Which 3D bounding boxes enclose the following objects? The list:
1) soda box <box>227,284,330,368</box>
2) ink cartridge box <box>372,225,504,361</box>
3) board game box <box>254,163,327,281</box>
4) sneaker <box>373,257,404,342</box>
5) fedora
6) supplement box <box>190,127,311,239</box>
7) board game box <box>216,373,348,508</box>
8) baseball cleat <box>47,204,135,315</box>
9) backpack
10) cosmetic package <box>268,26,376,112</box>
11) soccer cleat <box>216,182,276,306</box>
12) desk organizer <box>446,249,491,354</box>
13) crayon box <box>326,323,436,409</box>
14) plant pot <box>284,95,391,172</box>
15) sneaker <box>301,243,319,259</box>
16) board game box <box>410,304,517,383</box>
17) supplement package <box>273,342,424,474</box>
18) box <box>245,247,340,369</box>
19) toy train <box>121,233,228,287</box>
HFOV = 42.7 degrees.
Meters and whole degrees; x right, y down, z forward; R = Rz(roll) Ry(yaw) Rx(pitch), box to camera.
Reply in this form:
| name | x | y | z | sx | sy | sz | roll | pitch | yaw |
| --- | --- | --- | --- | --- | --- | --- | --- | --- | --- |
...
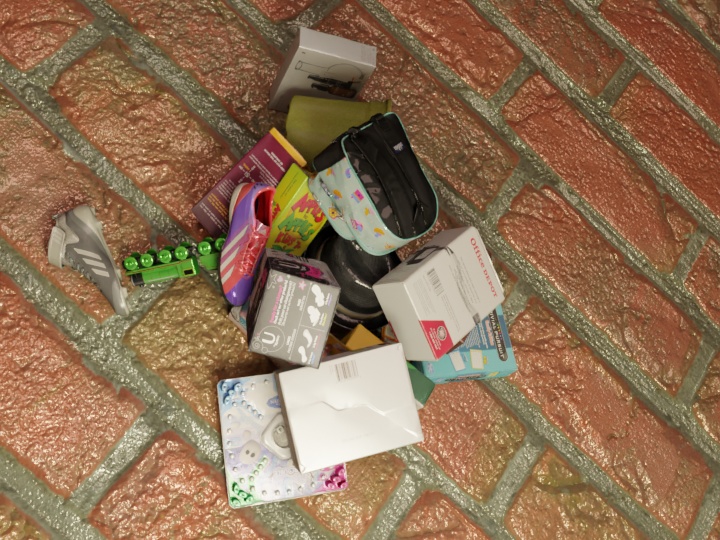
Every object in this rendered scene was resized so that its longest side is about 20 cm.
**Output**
| name | x | y | z | sx | sy | sz | roll | pitch | yaw |
| --- | --- | --- | --- | --- | --- | --- | --- | --- | --- |
| soda box | -0.132 | 0.119 | 1.564 | 0.200 | 0.068 | 0.064 | 44 | 66 | 0 |
| ink cartridge box | 0.135 | 0.036 | 1.544 | 0.199 | 0.083 | 0.147 | -36 | 108 | -36 |
| board game box | -0.127 | -0.071 | 1.552 | 0.101 | 0.201 | 0.048 | 24 | 17 | -50 |
| sneaker | 0.048 | 0.080 | 1.662 | 0.078 | 0.076 | 0.203 | 25 | 63 | -46 |
| fedora | 0.000 | 0.000 | 1.567 | 0.197 | 0.092 | 0.204 | 4 | 73 | -14 |
| supplement box | -0.185 | -0.138 | 1.583 | 0.200 | 0.110 | 0.086 | -45 | 88 | -1 |
| board game box | -0.123 | 0.267 | 1.486 | 0.197 | 0.026 | 0.204 | -5 | 85 | -18 |
| baseball cleat | -0.444 | -0.005 | 1.496 | 0.105 | 0.070 | 0.202 | -21 | 73 | -15 |
| backpack | 0.026 | -0.126 | 1.488 | 0.201 | 0.153 | 0.175 | 54 | 42 | 0 |
| cosmetic package | -0.074 | -0.359 | 1.725 | 0.148 | 0.200 | 0.052 | 12 | 62 | -17 |
| soccer cleat | -0.179 | -0.043 | 1.472 | 0.068 | 0.072 | 0.204 | 18 | 76 | -46 |
| desk organizer | 0.186 | 0.049 | 1.682 | 0.077 | 0.072 | 0.201 | 38 | 57 | -4 |
| crayon box | 0.019 | 0.167 | 1.576 | 0.199 | 0.126 | 0.052 | 38 | 63 | -4 |
| plant pot | -0.053 | -0.238 | 1.702 | 0.181 | 0.201 | 0.203 | 13 | 62 | -6 |
| sneaker | -0.097 | -0.038 | 1.646 | 0.200 | 0.079 | 0.074 | 44 | 60 | 1 |
| board game box | 0.181 | 0.127 | 1.714 | 0.197 | 0.047 | 0.153 | -2 | 68 | -25 |
| supplement package | -0.022 | 0.210 | 1.442 | 0.197 | 0.111 | 0.158 | -13 | 88 | -12 |
| box | -0.110 | 0.051 | 1.426 | 0.113 | 0.200 | 0.134 | 14 | 98 | -11 |
| toy train | -0.296 | -0.015 | 1.519 | 0.197 | 0.042 | 0.057 | -12 | 105 | 8 |
